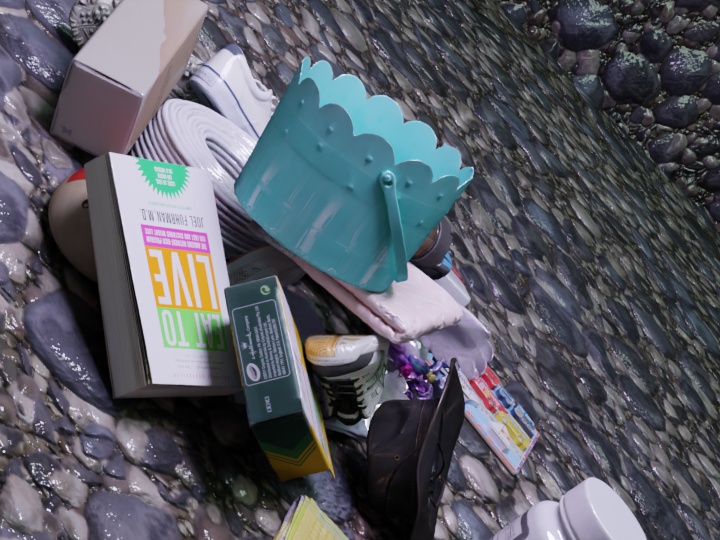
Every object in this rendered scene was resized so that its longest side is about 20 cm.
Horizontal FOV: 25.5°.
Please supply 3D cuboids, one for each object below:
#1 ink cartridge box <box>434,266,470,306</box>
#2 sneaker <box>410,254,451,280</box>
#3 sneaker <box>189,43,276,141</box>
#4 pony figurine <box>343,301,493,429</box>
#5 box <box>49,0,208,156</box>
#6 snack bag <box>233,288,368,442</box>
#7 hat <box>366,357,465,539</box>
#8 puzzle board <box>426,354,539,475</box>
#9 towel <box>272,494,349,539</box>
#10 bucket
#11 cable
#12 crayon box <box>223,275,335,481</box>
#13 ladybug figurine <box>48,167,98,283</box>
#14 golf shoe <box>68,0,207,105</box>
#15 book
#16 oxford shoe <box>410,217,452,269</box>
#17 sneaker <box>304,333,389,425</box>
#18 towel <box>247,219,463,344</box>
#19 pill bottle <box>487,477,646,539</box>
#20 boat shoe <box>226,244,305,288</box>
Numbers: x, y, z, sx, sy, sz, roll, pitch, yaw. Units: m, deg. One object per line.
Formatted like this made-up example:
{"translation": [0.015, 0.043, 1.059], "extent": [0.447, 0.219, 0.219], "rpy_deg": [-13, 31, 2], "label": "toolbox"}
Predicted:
{"translation": [0.029, -0.025, 1.870], "extent": [0.200, 0.083, 0.146], "rpy_deg": [46, 8, -10], "label": "ink cartridge box"}
{"translation": [0.003, -0.025, 1.765], "extent": [0.198, 0.083, 0.073], "rpy_deg": [20, 25, -4], "label": "sneaker"}
{"translation": [-0.121, -0.172, 1.773], "extent": [0.073, 0.071, 0.200], "rpy_deg": [38, -13, 30], "label": "sneaker"}
{"translation": [0.046, 0.082, 1.701], "extent": [0.194, 0.166, 0.200], "rpy_deg": [51, 4, 22], "label": "pony figurine"}
{"translation": [-0.227, -0.201, 1.573], "extent": [0.077, 0.095, 0.201], "rpy_deg": [26, 38, -2], "label": "box"}
{"translation": [-0.082, 0.077, 1.587], "extent": [0.199, 0.021, 0.190], "rpy_deg": [23, 34, -50], "label": "snack bag"}
{"translation": [0.045, 0.180, 1.548], "extent": [0.080, 0.203, 0.201], "rpy_deg": [8, 15, 13], "label": "hat"}
{"translation": [0.145, 0.147, 1.955], "extent": [0.201, 0.017, 0.151], "rpy_deg": [51, 20, 1], "label": "puzzle board"}
{"translation": [-0.007, 0.294, 1.376], "extent": [0.200, 0.023, 0.144], "rpy_deg": [49, 20, -8], "label": "towel"}
{"translation": [-0.009, -0.085, 1.461], "extent": [0.206, 0.135, 0.207], "rpy_deg": [32, 16, -10], "label": "bucket"}
{"translation": [-0.146, -0.090, 1.647], "extent": [0.200, 0.069, 0.200], "rpy_deg": [42, 18, -14], "label": "cable"}
{"translation": [-0.070, 0.105, 1.406], "extent": [0.200, 0.051, 0.127], "rpy_deg": [73, 3, -65], "label": "crayon box"}
{"translation": [-0.205, -0.049, 1.458], "extent": [0.136, 0.072, 0.200], "rpy_deg": [50, 24, 2], "label": "ladybug figurine"}
{"translation": [-0.250, -0.241, 1.739], "extent": [0.199, 0.079, 0.097], "rpy_deg": [34, 4, -41], "label": "golf shoe"}
{"translation": [-0.166, 0.007, 1.371], "extent": [0.133, 0.048, 0.202], "rpy_deg": [6, 69, -53], "label": "book"}
{"translation": [0.022, -0.082, 1.678], "extent": [0.084, 0.073, 0.200], "rpy_deg": [31, 8, -36], "label": "oxford shoe"}
{"translation": [-0.006, 0.103, 1.506], "extent": [0.200, 0.075, 0.089], "rpy_deg": [19, 72, -79], "label": "sneaker"}
{"translation": [0.000, 0.000, 1.544], "extent": [0.190, 0.032, 0.200], "rpy_deg": [38, 15, 13], "label": "towel"}
{"translation": [0.166, 0.289, 1.491], "extent": [0.113, 0.200, 0.114], "rpy_deg": [42, 22, -21], "label": "pill bottle"}
{"translation": [-0.113, 0.028, 1.495], "extent": [0.199, 0.071, 0.070], "rpy_deg": [-19, 70, -50], "label": "boat shoe"}
